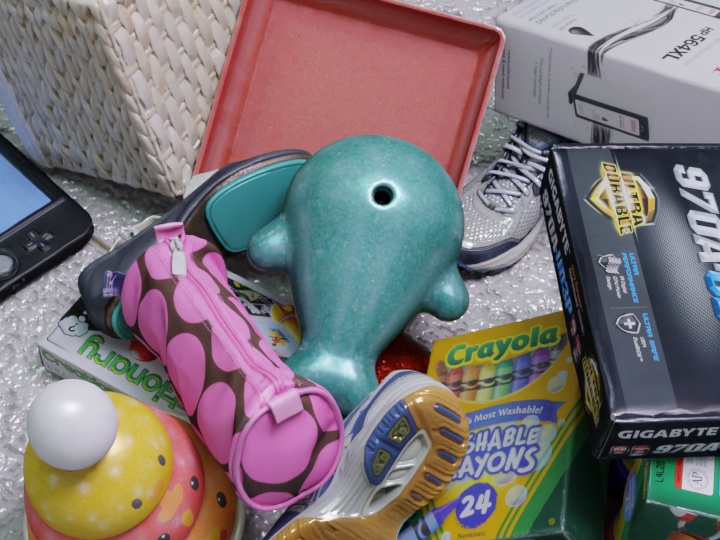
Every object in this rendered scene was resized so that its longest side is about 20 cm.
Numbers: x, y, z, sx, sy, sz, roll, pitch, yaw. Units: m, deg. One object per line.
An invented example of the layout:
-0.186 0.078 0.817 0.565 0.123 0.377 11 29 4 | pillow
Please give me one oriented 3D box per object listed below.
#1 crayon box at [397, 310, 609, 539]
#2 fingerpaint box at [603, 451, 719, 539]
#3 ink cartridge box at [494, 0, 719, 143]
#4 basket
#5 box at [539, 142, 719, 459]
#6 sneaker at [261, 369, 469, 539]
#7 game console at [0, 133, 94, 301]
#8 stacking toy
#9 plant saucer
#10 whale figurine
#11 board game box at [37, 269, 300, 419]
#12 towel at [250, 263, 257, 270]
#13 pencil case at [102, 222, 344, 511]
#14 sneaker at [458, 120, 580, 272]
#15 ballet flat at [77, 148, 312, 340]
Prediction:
0.100 0.101 0.857 0.125 0.052 0.200 -16 42 34 | crayon box
0.199 0.105 0.823 0.073 0.167 0.200 12 53 4 | fingerpaint box
0.220 -0.150 0.964 0.200 0.085 0.146 25 43 35 | ink cartridge box
-0.173 -0.196 1.002 0.160 0.200 0.198 16 52 30 | basket
0.199 0.013 0.760 0.158 0.046 0.201 0 52 -6 | box
-0.009 0.150 0.828 0.075 0.088 0.200 42 91 -17 | sneaker
-0.328 -0.071 0.971 0.176 0.117 0.200 -37 62 -26 | game console
-0.153 0.121 0.768 0.145 0.200 0.147 -2 63 5 | stacking toy
-0.011 -0.108 0.981 0.199 0.037 0.200 16 91 8 | plant saucer
0.000 0.000 0.884 0.159 0.104 0.201 17 70 -2 | whale figurine
-0.111 0.060 0.930 0.199 0.035 0.126 25 56 16 | board game box
-0.039 -0.091 1.054 0.146 0.030 0.200 -12 54 -10 | towel
-0.085 0.055 0.817 0.090 0.094 0.200 -10 37 -30 | pencil case
0.129 -0.080 1.017 0.077 0.085 0.200 35 59 23 | sneaker
-0.120 -0.032 0.932 0.200 0.073 0.073 -41 63 -19 | ballet flat
